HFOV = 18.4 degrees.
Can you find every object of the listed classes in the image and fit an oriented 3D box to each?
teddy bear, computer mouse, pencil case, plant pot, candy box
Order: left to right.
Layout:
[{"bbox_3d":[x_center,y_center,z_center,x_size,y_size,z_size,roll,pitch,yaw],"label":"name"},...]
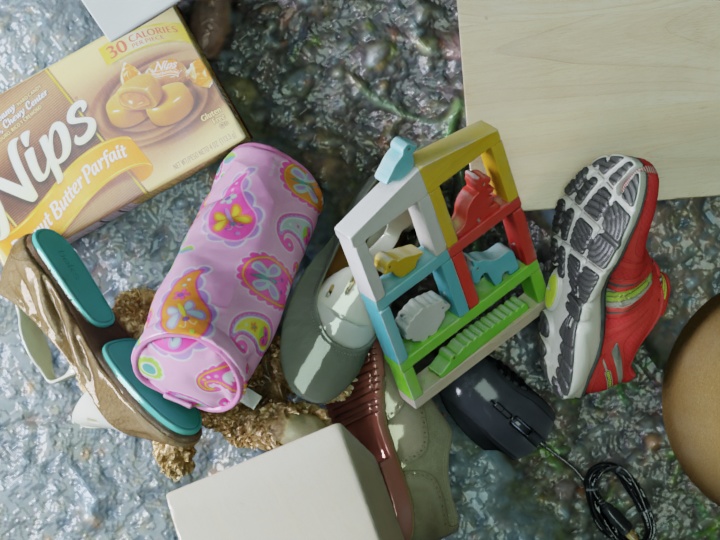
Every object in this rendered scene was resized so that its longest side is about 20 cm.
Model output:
[{"bbox_3d":[-0.193,-0.096,1.607,0.200,0.055,0.116,-29,89,3],"label":"candy box"},{"bbox_3d":[-0.099,0.079,1.586,0.200,0.067,0.145,-3,78,12],"label":"teddy bear"},{"bbox_3d":[-0.089,0.004,1.536,0.087,0.087,0.200,17,48,3],"label":"pencil case"},{"bbox_3d":[0.136,0.131,1.602,0.200,0.034,0.059,40,91,2],"label":"computer mouse"},{"bbox_3d":[0.306,0.095,1.512,0.186,0.200,0.187,0,91,4],"label":"plant pot"}]

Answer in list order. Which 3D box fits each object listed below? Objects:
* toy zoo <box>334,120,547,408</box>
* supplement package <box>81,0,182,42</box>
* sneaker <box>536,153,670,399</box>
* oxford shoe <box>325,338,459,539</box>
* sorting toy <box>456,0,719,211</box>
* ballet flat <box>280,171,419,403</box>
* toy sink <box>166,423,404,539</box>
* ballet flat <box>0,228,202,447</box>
[{"bbox_3d":[0.056,-0.013,1.514,0.131,0.020,0.200,-36,133,-18],"label":"toy zoo"},{"bbox_3d":[-0.130,-0.274,1.519,0.191,0.200,0.147,-32,103,3],"label":"supplement package"},{"bbox_3d":[0.180,0.001,1.554,0.085,0.077,0.200,-7,130,-24],"label":"sneaker"},{"bbox_3d":[0.023,0.102,1.603,0.074,0.071,0.200,-3,81,-33],"label":"oxford shoe"},{"bbox_3d":[0.172,-0.146,1.582,0.200,0.070,0.199,-4,90,2],"label":"sorting toy"},{"bbox_3d":[0.000,0.000,1.548,0.067,0.064,0.200,32,56,-12],"label":"ballet flat"},{"bbox_3d":[-0.028,0.226,1.484,0.130,0.112,0.200,-24,67,6],"label":"toy sink"},{"bbox_3d":[-0.188,0.062,1.546,0.200,0.068,0.072,49,114,15],"label":"ballet flat"}]
